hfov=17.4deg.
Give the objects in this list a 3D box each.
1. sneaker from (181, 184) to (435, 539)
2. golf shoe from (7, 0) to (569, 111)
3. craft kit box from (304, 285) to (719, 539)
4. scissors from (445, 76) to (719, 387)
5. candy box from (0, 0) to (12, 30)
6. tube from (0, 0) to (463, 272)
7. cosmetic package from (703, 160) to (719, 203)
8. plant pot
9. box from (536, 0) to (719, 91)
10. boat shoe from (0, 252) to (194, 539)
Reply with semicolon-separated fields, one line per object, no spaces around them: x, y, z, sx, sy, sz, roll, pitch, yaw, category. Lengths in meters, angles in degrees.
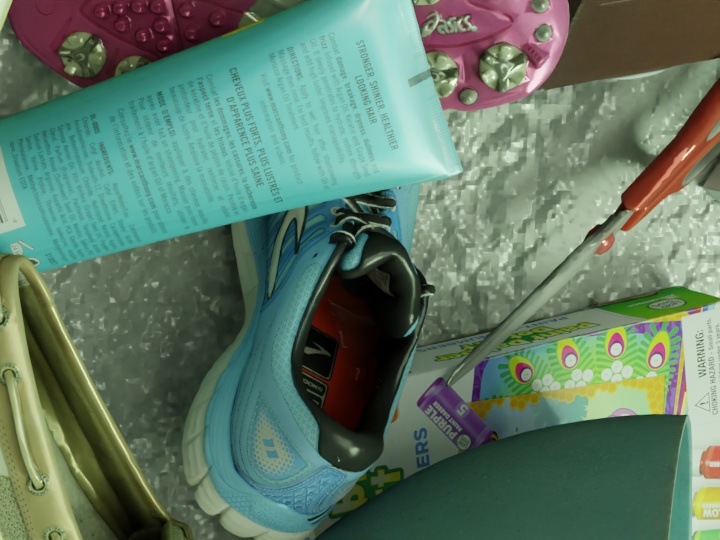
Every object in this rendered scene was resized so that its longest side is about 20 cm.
0.000;0.000;0.853;0.078;0.090;0.200;23;59;-26;sneaker
-0.026;-0.096;0.853;0.200;0.092;0.075;4;109;2;golf shoe
0.065;0.122;0.958;0.197;0.049;0.200;-12;104;-22;craft kit box
0.104;-0.017;0.946;0.014;0.073;0.200;40;80;12;scissors
-0.208;-0.125;0.767;0.200;0.026;0.102;21;86;-16;candy box
-0.071;-0.040;0.808;0.200;0.050;0.077;-16;116;6;tube
0.261;-0.069;1.019;0.151;0.052;0.200;40;80;-28;cosmetic package
0.045;0.148;0.842;0.135;0.200;0.200;2;99;11;plant pot
0.122;-0.158;0.856;0.100;0.200;0.075;-12;59;-25;box
-0.090;0.087;0.808;0.063;0.073;0.201;-24;103;24;boat shoe
